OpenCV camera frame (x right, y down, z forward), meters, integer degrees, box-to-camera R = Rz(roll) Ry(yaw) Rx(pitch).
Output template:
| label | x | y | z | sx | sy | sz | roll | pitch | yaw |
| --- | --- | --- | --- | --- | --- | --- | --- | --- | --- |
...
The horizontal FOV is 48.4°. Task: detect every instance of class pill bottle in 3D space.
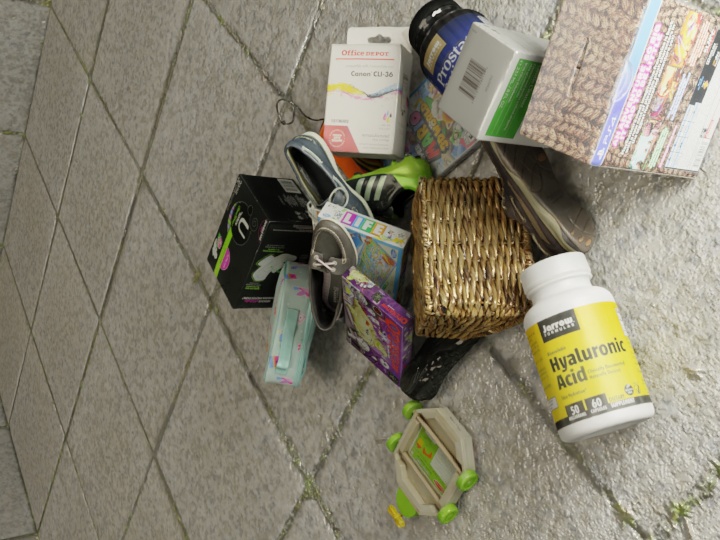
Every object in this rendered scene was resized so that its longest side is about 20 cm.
| label | x | y | z | sx | sy | sz | roll | pitch | yaw |
| --- | --- | --- | --- | --- | --- | --- | --- | --- | --- |
| pill bottle | 0.253 | 0.087 | 0.927 | 0.111 | 0.110 | 0.202 | -36 | 62 | 46 |
| pill bottle | 0.147 | -0.274 | 1.063 | 0.201 | 0.111 | 0.112 | 56 | 131 | 35 |

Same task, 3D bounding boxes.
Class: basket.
| label | x | y | z | sx | sy | sz | roll | pitch | yaw |
| --- | --- | --- | --- | --- | --- | --- | --- | --- | --- |
| basket | 0.145 | -0.012 | 1.076 | 0.143 | 0.147 | 0.203 | 97 | 172 | -68 |

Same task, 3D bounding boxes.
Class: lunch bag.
| label | x | y | z | sx | sy | sz | roll | pitch | yaw |
| --- | --- | --- | --- | --- | --- | --- | --- | --- | --- |
| lunch bag | -0.117 | 0.097 | 1.386 | 0.161 | 0.076 | 0.203 | -107 | 27 | -72 |

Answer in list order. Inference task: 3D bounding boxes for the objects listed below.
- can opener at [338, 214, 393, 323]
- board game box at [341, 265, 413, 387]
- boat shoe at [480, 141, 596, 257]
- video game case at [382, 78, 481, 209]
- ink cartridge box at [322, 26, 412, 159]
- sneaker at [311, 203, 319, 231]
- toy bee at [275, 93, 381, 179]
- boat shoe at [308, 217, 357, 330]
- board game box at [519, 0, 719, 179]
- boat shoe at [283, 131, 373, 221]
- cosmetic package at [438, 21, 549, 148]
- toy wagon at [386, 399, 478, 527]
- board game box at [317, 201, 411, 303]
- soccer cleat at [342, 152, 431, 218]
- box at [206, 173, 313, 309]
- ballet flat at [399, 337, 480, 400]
| label | x | y | z | sx | sy | sz | roll | pitch | yaw |
| --- | --- | --- | --- | --- | --- | --- | --- | --- | --- |
| can opener | 0.001 | -0.013 | 1.305 | 0.067 | 0.053 | 0.202 | 51 | 129 | 55 |
| board game box | 0.025 | 0.087 | 1.178 | 0.119 | 0.032 | 0.201 | 35 | 155 | 21 |
| boat shoe | 0.204 | -0.093 | 0.987 | 0.201 | 0.074 | 0.073 | 58 | 141 | 9 |
| video game case | 0.100 | -0.204 | 1.198 | 0.200 | 0.018 | 0.145 | -39 | 61 | 45 |
| ink cartridge box | 0.012 | -0.274 | 1.206 | 0.115 | 0.067 | 0.203 | 5 | 91 | 19 |
| sneaker | -0.035 | -0.034 | 1.335 | 0.076 | 0.073 | 0.203 | -4 | 97 | 26 |
| toy bee | -0.026 | -0.227 | 1.310 | 0.130 | 0.108 | 0.201 | -28 | 96 | 48 |
| boat shoe | -0.043 | 0.012 | 1.159 | 0.066 | 0.057 | 0.201 | 17 | 141 | 14 |
| board game box | 0.283 | -0.191 | 0.816 | 0.097 | 0.198 | 0.161 | 36 | 117 | 45 |
| boat shoe | -0.045 | -0.110 | 1.186 | 0.074 | 0.062 | 0.202 | -22 | 102 | 35 |
| cosmetic package | 0.200 | -0.207 | 0.922 | 0.085 | 0.198 | 0.109 | 50 | 129 | 41 |
| toy wagon | 0.096 | 0.298 | 1.190 | 0.155 | 0.039 | 0.202 | 49 | 128 | 40 |
| board game box | 0.000 | 0.000 | 1.194 | 0.133 | 0.034 | 0.201 | 21 | 142 | 12 |
| soccer cleat | 0.023 | -0.112 | 1.213 | 0.198 | 0.067 | 0.082 | -17 | 80 | 37 |
| box | -0.178 | -0.051 | 1.475 | 0.149 | 0.123 | 0.201 | 54 | 129 | 38 |
| ballet flat | 0.127 | 0.113 | 1.152 | 0.201 | 0.056 | 0.067 | -52 | 37 | 31 |
